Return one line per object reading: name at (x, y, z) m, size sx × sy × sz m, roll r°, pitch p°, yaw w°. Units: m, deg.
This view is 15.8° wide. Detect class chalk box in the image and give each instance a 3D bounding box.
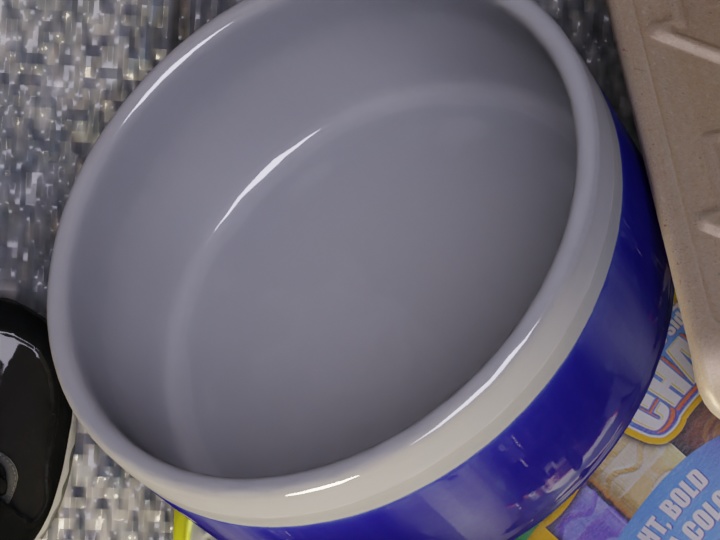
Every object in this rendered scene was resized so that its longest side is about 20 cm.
chalk box at (0.115, 0.074, 0.896) m, size 0.124 × 0.124 × 0.200 m, roll -46°, pitch 70°, yaw -2°

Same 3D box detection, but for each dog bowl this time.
dog bowl at (0.000, 0.000, 0.860) m, size 0.200 × 0.200 × 0.079 m, roll -46°, pitch 139°, yaw -3°

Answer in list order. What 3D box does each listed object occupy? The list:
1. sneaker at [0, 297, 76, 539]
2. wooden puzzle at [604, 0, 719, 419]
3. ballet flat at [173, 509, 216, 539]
sneaker at (-0.156, 0.106, 0.900) m, size 0.075 × 0.088 × 0.201 m, roll 27°, pitch 89°, yaw -7°
wooden puzzle at (0.180, -0.052, 0.857) m, size 0.184 × 0.046 × 0.201 m, roll -8°, pitch 67°, yaw -5°
ballet flat at (-0.038, 0.132, 0.926) m, size 0.066 × 0.067 × 0.201 m, roll 7°, pitch 92°, yaw -6°
